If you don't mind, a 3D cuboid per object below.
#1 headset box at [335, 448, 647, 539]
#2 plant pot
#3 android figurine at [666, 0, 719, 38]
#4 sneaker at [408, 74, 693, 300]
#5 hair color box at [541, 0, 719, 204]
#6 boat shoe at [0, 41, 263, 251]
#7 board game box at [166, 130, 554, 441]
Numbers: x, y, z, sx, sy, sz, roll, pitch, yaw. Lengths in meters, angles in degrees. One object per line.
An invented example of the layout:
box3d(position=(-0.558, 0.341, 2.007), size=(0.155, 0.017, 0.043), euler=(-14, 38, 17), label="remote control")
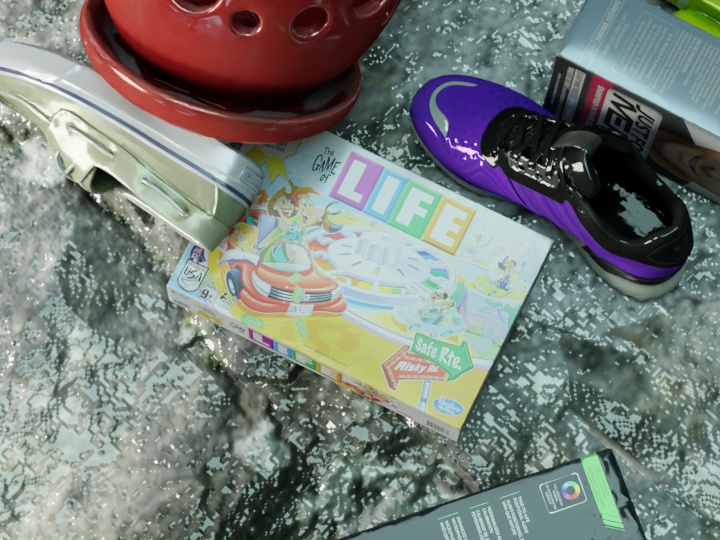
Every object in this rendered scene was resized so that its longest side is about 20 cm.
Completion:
box3d(position=(0.090, 0.216, 1.355), size=(0.199, 0.093, 0.175), euler=(-17, 75, -6), label="headset box")
box3d(position=(-0.066, -0.191, 1.405), size=(0.200, 0.183, 0.201), euler=(13, 33, -9), label="plant pot")
box3d(position=(0.259, -0.203, 1.508), size=(0.200, 0.041, 0.182), euler=(31, 76, 7), label="android figurine")
box3d(position=(0.121, -0.068, 1.434), size=(0.200, 0.100, 0.070), euler=(34, 74, 8), label="sneaker")
box3d(position=(0.215, -0.092, 1.444), size=(0.199, 0.099, 0.061), euler=(27, 74, 7), label="hair color box")
box3d(position=(-0.154, -0.078, 1.437), size=(0.200, 0.072, 0.062), euler=(27, 79, 22), label="boat shoe")
box3d(position=(0.000, 0.000, 1.448), size=(0.199, 0.034, 0.135), euler=(25, 74, 7), label="board game box")
